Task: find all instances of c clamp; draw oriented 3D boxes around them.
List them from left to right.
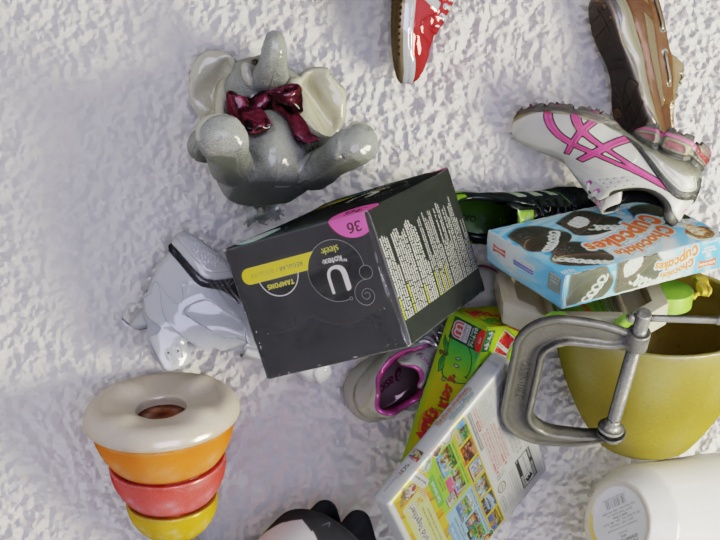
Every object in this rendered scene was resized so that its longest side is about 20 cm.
[{"bbox_3d":[0.215,0.101,1.473,0.171,0.027,0.200,9,135,-5],"label":"c clamp"}]

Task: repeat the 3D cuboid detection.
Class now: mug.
[{"bbox_3d":[0.293,0.266,1.590,0.153,0.149,0.187,10,104,-40],"label":"mug"}]

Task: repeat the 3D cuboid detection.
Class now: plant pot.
[{"bbox_3d":[0.283,0.100,1.593,0.200,0.200,0.142,-4,115,-11],"label":"plant pot"}]

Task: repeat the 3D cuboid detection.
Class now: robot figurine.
[{"bbox_3d":[-0.064,0.304,1.534,0.125,0.150,0.200,48,52,-2],"label":"robot figurine"}]

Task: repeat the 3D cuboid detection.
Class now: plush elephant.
[{"bbox_3d":[-0.083,-0.145,1.511,0.164,0.200,0.155,0,71,-13],"label":"plush elephant"}]

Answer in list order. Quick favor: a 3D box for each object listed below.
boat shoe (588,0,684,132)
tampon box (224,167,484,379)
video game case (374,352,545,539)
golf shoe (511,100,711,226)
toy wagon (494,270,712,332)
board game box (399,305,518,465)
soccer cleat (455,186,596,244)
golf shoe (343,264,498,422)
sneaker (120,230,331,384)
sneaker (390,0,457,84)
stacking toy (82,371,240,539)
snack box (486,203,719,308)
[{"bbox_3d":[0.289,-0.190,1.617,0.072,0.076,0.200,-20,104,-17],"label":"boat shoe"},{"bbox_3d":[0.000,0.000,1.484,0.150,0.200,0.126,-15,97,26],"label":"tampon box"},{"bbox_3d":[0.099,0.200,1.547,0.182,0.023,0.200,-48,144,-20],"label":"video game case"},{"bbox_3d":[0.230,-0.105,1.569,0.200,0.073,0.092,18,84,27],"label":"golf shoe"},{"bbox_3d":[0.229,0.027,1.532,0.200,0.155,0.040,1,115,-3],"label":"toy wagon"},{"bbox_3d":[0.102,0.135,1.569,0.102,0.048,0.200,-1,113,-52],"label":"board game box"},{"bbox_3d":[0.166,-0.048,1.597,0.200,0.081,0.068,0,95,-13],"label":"soccer cleat"},{"bbox_3d":[0.072,0.076,1.585,0.075,0.092,0.200,45,84,-10],"label":"golf shoe"},{"bbox_3d":[-0.129,0.065,1.553,0.200,0.075,0.115,41,87,-7],"label":"sneaker"},{"bbox_3d":[0.089,-0.276,1.570,0.112,0.071,0.200,4,91,-9],"label":"sneaker"},{"bbox_3d":[-0.179,0.208,1.538,0.146,0.146,0.200,-8,111,-11],"label":"stacking toy"},{"bbox_3d":[0.233,-0.021,1.543,0.200,0.116,0.037,-13,120,-31],"label":"snack box"}]
